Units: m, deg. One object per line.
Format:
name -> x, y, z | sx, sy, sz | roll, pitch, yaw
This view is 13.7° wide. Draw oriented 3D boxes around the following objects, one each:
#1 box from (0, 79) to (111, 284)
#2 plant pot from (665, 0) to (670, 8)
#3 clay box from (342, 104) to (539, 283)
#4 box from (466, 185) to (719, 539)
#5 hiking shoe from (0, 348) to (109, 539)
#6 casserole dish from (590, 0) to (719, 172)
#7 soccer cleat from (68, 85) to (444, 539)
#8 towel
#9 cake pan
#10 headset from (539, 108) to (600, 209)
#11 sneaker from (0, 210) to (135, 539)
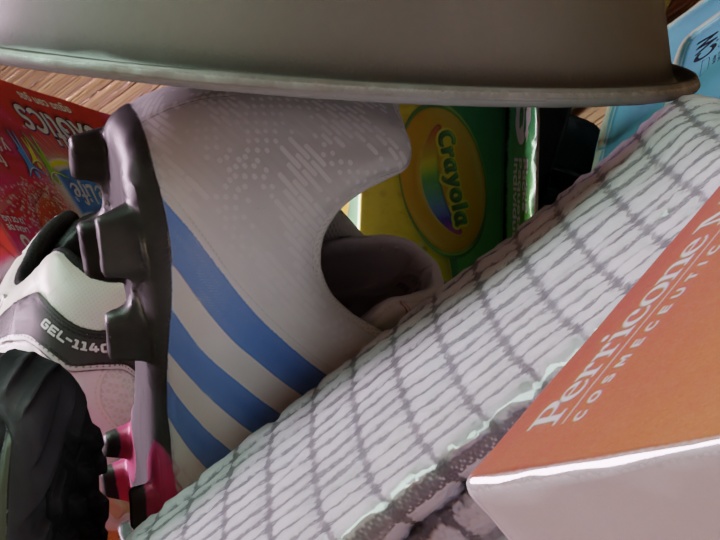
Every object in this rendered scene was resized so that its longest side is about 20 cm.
box -> -0.128, 0.001, 1.056 | 0.100, 0.095, 0.200 | -38, -18, 14
plant pot -> 0.017, -0.141, 1.143 | 0.200, 0.200, 0.190 | -41, 2, -2
clay box -> 0.000, 0.000, 0.839 | 0.048, 0.115, 0.200 | 1, 2, -15
box -> 0.138, 0.009, 0.423 | 0.152, 0.106, 0.200 | -48, 15, -27
hiking shoe -> -0.128, 0.102, 0.732 | 0.076, 0.101, 0.200 | -65, -5, -67
casserole dish -> 0.112, -0.045, 0.832 | 0.121, 0.039, 0.200 | -35, 13, 23
soccer cleat -> -0.020, 0.035, 0.739 | 0.086, 0.200, 0.070 | -10, 46, -9
towel -> 0.032, 0.057, 0.628 | 0.200, 0.086, 0.166 | -39, 9, 3
cake pan -> -0.016, -0.069, 0.726 | 0.200, 0.037, 0.200 | 4, 8, -1
headset -> 0.032, -0.059, 0.929 | 0.200, 0.094, 0.124 | 106, 176, -61
sneaker -> -0.074, 0.023, 0.899 | 0.200, 0.076, 0.088 | -110, 37, -82
